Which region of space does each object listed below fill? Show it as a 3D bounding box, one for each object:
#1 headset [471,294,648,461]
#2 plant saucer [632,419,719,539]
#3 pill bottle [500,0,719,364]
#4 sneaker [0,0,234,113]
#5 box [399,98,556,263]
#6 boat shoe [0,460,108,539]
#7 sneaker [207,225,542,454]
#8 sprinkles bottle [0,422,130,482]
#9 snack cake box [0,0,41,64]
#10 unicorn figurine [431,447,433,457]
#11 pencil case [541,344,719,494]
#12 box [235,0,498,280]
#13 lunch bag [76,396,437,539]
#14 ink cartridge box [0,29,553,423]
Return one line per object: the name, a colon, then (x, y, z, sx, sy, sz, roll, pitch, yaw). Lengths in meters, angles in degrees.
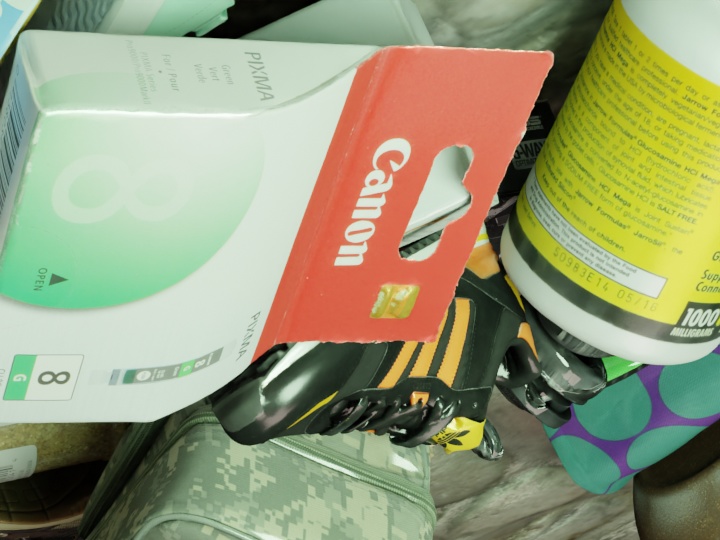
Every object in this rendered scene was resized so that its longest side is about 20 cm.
headset: (0.109, 0.037, 1.213, 0.200, 0.094, 0.124, -10, 149, -39)
plant saucer: (0.223, 0.083, 1.448, 0.037, 0.200, 0.200, 41, 126, -13)
pill bottle: (0.148, -0.067, 1.080, 0.112, 0.112, 0.200, 0, 128, -36)
sneaker: (-0.050, -0.109, 0.930, 0.118, 0.074, 0.200, 13, 137, -41)
box: (0.000, 0.000, 1.218, 0.157, 0.050, 0.200, -9, 152, -22)
boat shoe: (-0.173, 0.116, 1.292, 0.200, 0.073, 0.065, 4, 141, -41)
sneaker: (0.018, 0.045, 1.064, 0.070, 0.090, 0.200, -33, 180, 36)
sprinkles bottle: (-0.214, 0.078, 1.191, 0.200, 0.068, 0.068, -10, 153, -21)
snack cake box: (-0.181, -0.054, 0.886, 0.067, 0.115, 0.200, 33, 136, -10)
unicorn figurine: (-0.039, 0.114, 1.349, 0.137, 0.074, 0.200, -26, 165, -29)
pencil case: (0.188, 0.044, 1.404, 0.200, 0.085, 0.092, -39, -167, 35)
box: (-0.055, -0.032, 1.013, 0.200, 0.098, 0.124, -24, 178, 6)
lunch bag: (-0.053, 0.114, 1.161, 0.139, 0.168, 0.200, 24, 138, -11)
ink cartridge box: (-0.039, -0.011, 0.893, 0.200, 0.050, 0.161, 2, 136, -20)
